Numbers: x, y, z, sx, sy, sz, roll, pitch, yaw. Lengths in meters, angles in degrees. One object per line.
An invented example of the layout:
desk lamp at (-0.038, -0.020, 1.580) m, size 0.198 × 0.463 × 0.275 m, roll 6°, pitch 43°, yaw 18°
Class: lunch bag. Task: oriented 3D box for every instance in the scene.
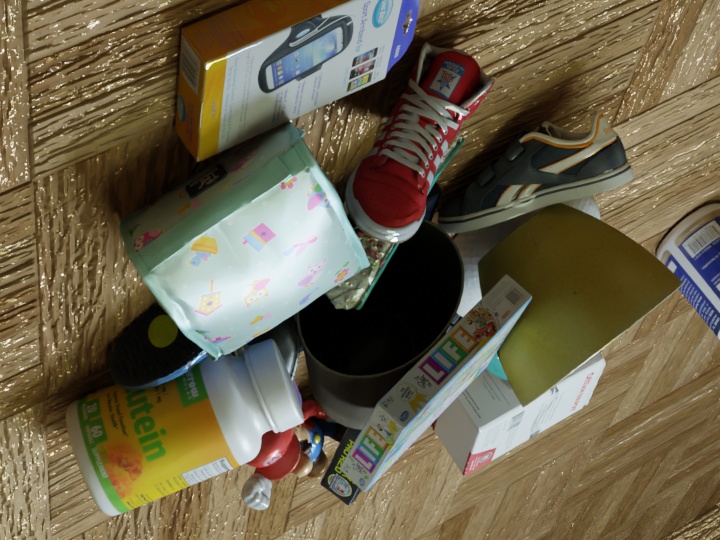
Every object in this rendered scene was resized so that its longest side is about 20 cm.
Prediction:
lunch bag at (-0.095, -0.028, 1.330) m, size 0.169 × 0.123 × 0.200 m, roll -33°, pitch 162°, yaw -2°

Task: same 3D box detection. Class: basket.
basket at (0.010, 0.066, 1.598) m, size 0.180 × 0.136 × 0.201 m, roll -47°, pitch 166°, yaw -23°

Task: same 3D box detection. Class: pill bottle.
pill bottle at (0.478, 0.023, 2.121) m, size 0.115 × 0.201 × 0.116 m, roll -29°, pitch 156°, yaw -14°
pill bottle at (-0.157, 0.137, 1.516) m, size 0.198 × 0.112 × 0.111 m, roll -22°, pitch 156°, yaw 0°

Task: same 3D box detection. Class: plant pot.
plant pot at (0.198, 0.018, 1.650) m, size 0.199 × 0.142 × 0.200 m, roll -37°, pitch 175°, yaw -4°

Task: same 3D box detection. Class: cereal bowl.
cereal bowl at (0.182, -0.010, 1.798) m, size 0.199 × 0.084 × 0.201 m, roll -30°, pitch 155°, yaw -15°

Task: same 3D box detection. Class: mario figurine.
mario figurine at (-0.063, 0.199, 1.807) m, size 0.105 × 0.125 × 0.200 m, roll 3°, pitch 177°, yaw 21°

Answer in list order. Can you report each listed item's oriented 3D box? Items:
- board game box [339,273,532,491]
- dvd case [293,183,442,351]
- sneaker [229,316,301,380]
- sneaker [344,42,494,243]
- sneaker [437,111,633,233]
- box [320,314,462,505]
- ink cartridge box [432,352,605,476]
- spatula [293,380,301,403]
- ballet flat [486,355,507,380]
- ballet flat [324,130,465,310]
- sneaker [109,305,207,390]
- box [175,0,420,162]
board game box at (0.070, 0.104, 1.543) m, size 0.200 × 0.034 × 0.135 m, roll -42°, pitch 167°, yaw -34°
dvd case at (0.000, 0.000, 1.645) m, size 0.142 × 0.018 × 0.201 m, roll -24°, pitch 153°, yaw -28°
sneaker at (-0.134, 0.112, 1.599) m, size 0.088 × 0.074 × 0.200 m, roll -5°, pitch 142°, yaw -53°
sneaker at (0.050, -0.112, 1.363) m, size 0.113 × 0.071 × 0.201 m, roll -59°, pitch -175°, yaw 37°
sneaker at (0.162, -0.097, 1.626) m, size 0.198 × 0.080 × 0.078 m, roll -18°, pitch -170°, yaw 17°
box at (0.042, 0.145, 1.848) m, size 0.200 × 0.044 × 0.161 m, roll -49°, pitch 168°, yaw -41°
ink cartridge box at (0.202, 0.160, 2.143) m, size 0.199 × 0.083 × 0.147 m, roll -27°, pitch 156°, yaw -20°
spatula at (-0.152, 0.159, 1.706) m, size 0.198 × 0.057 × 0.021 m, roll -23°, pitch 174°, yaw -14°
ballet flat at (0.160, 0.076, 1.977) m, size 0.064 × 0.067 × 0.200 m, roll -62°, pitch 159°, yaw -9°
ballet flat at (0.021, -0.058, 1.490) m, size 0.201 × 0.064 × 0.076 m, roll -57°, pitch -176°, yaw -14°
sneaker at (-0.131, 0.046, 1.487) m, size 0.199 × 0.066 × 0.078 m, roll -38°, pitch 157°, yaw 3°
box at (-0.044, -0.166, 1.249) m, size 0.199 × 0.042 × 0.119 m, roll -28°, pitch 156°, yaw -24°
